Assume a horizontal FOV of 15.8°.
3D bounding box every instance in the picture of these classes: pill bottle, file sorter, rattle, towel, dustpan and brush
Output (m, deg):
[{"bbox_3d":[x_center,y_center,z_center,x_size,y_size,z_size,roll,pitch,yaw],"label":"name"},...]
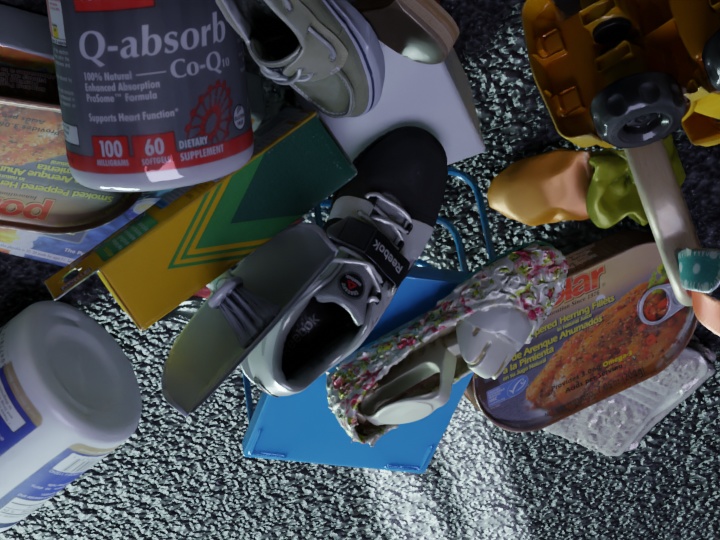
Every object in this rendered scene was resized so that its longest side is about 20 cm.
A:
[{"bbox_3d":[-0.266,0.122,1.888,0.200,0.120,0.120,-36,132,27],"label":"pill bottle"},{"bbox_3d":[0.003,0.030,1.836,0.138,0.123,0.200,7,135,-17],"label":"file sorter"},{"bbox_3d":[0.172,-0.018,1.753,0.142,0.201,0.130,-8,144,-4],"label":"rattle"},{"bbox_3d":[0.164,0.075,1.980,0.199,0.035,0.133,21,129,-29],"label":"towel"},{"bbox_3d":[-0.131,-0.156,1.560,0.115,0.116,0.201,-7,105,-3],"label":"pill bottle"},{"bbox_3d":[-0.079,0.018,1.632,0.057,0.200,0.140,43,90,-2],"label":"dustpan and brush"}]

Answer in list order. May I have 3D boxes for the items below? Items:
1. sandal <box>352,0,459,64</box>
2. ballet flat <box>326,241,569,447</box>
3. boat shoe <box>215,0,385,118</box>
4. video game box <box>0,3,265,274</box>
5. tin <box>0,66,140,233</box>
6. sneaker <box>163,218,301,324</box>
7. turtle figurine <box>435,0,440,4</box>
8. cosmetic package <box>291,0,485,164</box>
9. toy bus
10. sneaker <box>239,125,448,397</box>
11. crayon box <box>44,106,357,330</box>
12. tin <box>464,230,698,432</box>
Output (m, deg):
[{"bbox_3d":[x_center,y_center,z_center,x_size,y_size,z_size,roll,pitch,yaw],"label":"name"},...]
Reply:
[{"bbox_3d":[-0.009,-0.214,1.547,0.212,0.070,0.077,41,157,-31],"label":"sandal"},{"bbox_3d":[0.062,0.057,1.738,0.200,0.064,0.076,-35,131,25],"label":"ballet flat"},{"bbox_3d":[-0.045,-0.145,1.553,0.072,0.062,0.200,5,151,29],"label":"boat shoe"},{"bbox_3d":[-0.189,-0.079,1.739,0.199,0.047,0.183,13,130,-23],"label":"video game box"},{"bbox_3d":[-0.235,-0.080,1.660,0.199,0.042,0.112,8,130,-19],"label":"tin"},{"bbox_3d":[-0.085,-0.015,1.812,0.073,0.087,0.200,17,156,-20],"label":"sneaker"},{"bbox_3d":[0.087,-0.245,1.594,0.160,0.065,0.201,-15,127,-6],"label":"turtle figurine"},{"bbox_3d":[0.002,-0.146,1.682,0.101,0.074,0.200,-18,139,9],"label":"cosmetic package"},{"bbox_3d":[0.232,-0.146,1.699,0.199,0.136,0.192,-26,151,21],"label":"toy bus"},{"bbox_3d":[0.000,0.000,1.670,0.074,0.088,0.201,32,90,-15],"label":"sneaker"},{"bbox_3d":[-0.104,-0.026,1.652,0.200,0.126,0.052,-35,100,-5],"label":"crayon box"},{"bbox_3d":[0.158,0.041,1.880,0.199,0.042,0.112,-23,125,-21],"label":"tin"}]
